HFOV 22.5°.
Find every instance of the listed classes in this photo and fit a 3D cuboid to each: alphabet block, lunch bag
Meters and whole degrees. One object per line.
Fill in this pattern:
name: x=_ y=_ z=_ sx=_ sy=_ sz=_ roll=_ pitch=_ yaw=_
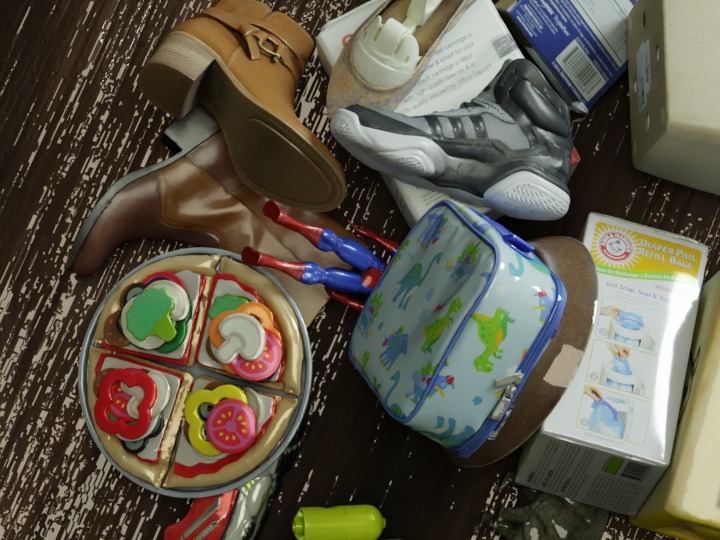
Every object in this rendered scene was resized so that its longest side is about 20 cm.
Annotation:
alphabet block: x=0.338 y=0.126 z=1.414 sx=0.195 sy=0.195 sz=0.201 roll=16 pitch=79 yaw=4
lunch bag: x=0.073 y=0.037 z=1.366 sx=0.082 sy=0.200 sz=0.161 roll=27 pitch=98 yaw=-20

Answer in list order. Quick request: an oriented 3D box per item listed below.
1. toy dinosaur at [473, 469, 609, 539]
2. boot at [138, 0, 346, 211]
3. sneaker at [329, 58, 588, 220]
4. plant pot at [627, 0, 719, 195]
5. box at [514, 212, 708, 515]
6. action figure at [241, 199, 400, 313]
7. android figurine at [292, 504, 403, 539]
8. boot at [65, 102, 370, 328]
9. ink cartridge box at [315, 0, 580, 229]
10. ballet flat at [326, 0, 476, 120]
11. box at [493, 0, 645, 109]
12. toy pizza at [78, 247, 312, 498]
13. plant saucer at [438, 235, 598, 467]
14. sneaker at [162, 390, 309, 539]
toy dinosaur: x=0.159 y=0.199 z=1.467 sx=0.102 sy=0.077 sz=0.200 roll=33 pitch=57 yaw=-5
boot: x=-0.070 y=-0.147 z=1.489 sx=0.200 sy=0.074 sz=0.155 roll=38 pitch=39 yaw=-1
sneaker: x=0.081 y=-0.118 z=1.428 sx=0.199 sy=0.075 sz=0.114 roll=19 pitch=81 yaw=-4
plant pot: x=0.314 y=-0.160 z=1.451 sx=0.176 sy=0.200 sz=0.201 roll=0 pitch=80 yaw=-4
box: x=0.200 y=0.074 z=1.434 sx=0.101 sy=0.113 sz=0.201 roll=15 pitch=62 yaw=1
action figure: x=0.000 y=0.000 z=1.464 sx=0.199 sy=0.052 sz=0.066 roll=22 pitch=94 yaw=-30
android figurine: x=-0.010 y=0.279 z=1.440 sx=0.199 sy=0.041 sz=0.183 roll=2 pitch=86 yaw=-13
boot: x=-0.122 y=-0.014 z=1.510 sx=0.200 sy=0.068 sz=0.188 roll=44 pitch=78 yaw=-3
ink cartridge box: x=0.070 y=-0.137 z=1.508 sx=0.144 sy=0.084 sz=0.201 roll=-28 pitch=83 yaw=-4
ballet flat: x=0.039 y=-0.200 z=1.442 sx=0.068 sy=0.067 sz=0.200 roll=35 pitch=82 yaw=7
box: x=0.218 y=-0.246 z=1.527 sx=0.200 sy=0.032 sz=0.121 roll=-45 pitch=117 yaw=-7
toy pizza: x=-0.136 y=0.080 z=1.438 sx=0.199 sy=0.032 sz=0.202 roll=-3 pitch=81 yaw=15
plant saucer: x=0.109 y=0.056 z=1.421 sx=0.034 sy=0.200 sz=0.201 roll=30 pitch=80 yaw=-24
sneaker: x=-0.101 y=0.147 z=1.464 sx=0.085 sy=0.077 sz=0.201 roll=23 pitch=80 yaw=8
